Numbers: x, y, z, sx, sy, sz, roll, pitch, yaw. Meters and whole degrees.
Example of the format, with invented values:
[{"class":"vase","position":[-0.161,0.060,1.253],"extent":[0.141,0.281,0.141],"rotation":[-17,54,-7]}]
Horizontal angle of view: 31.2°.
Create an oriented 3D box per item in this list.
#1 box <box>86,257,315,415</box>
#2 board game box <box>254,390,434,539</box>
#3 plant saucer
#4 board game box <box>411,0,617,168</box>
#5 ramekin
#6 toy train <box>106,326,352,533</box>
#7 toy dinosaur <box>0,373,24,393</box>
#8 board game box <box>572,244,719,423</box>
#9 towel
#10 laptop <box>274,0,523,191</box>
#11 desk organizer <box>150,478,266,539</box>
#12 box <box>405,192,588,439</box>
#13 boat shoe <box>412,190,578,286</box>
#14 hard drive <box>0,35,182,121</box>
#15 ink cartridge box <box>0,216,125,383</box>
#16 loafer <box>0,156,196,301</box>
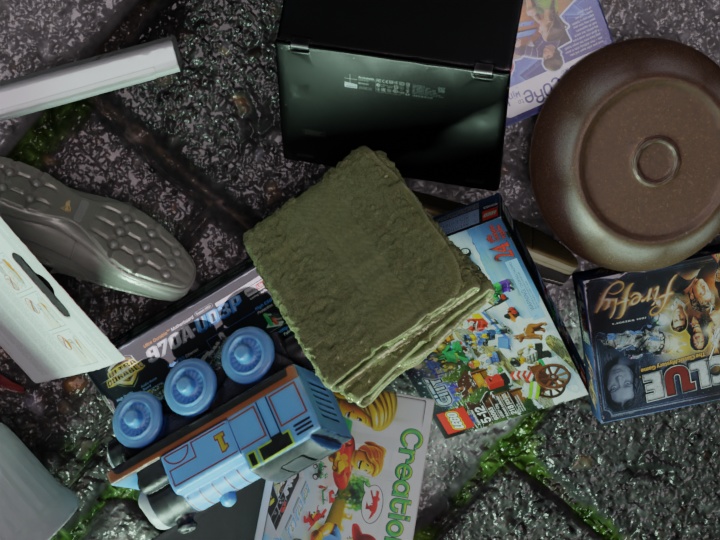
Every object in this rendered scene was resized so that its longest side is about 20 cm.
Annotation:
[{"class":"box","position":[-0.112,0.093,1.111],"extent":[0.199,0.046,0.159],"rotation":[-32,104,0]},{"class":"board game box","position":[-0.017,0.193,1.046],"extent":[0.126,0.035,0.201],"rotation":[9,72,2]},{"class":"plant saucer","position":[0.243,-0.094,1.086],"extent":[0.199,0.037,0.201],"rotation":[-2,102,-9]},{"class":"board game box","position":[0.107,-0.187,1.086],"extent":[0.199,0.034,0.136],"rotation":[-23,103,-1]},{"class":"ramekin","position":[-0.335,0.210,1.035],"extent":[0.200,0.200,0.098],"rotation":[-35,96,1]},{"class":"toy train","position":[-0.109,0.128,1.023],"extent":[0.199,0.087,0.115],"rotation":[-31,65,11]},{"class":"toy dinosaur","position":[-0.351,0.014,1.020],"extent":[0.200,0.105,0.182],"rotation":[-6,127,-50]},{"class":"board game box","position":[0.299,0.051,1.159],"extent":[0.199,0.035,0.136],"rotation":[-11,103,-4]},{"class":"towel","position":[0.000,0.000,1.003],"extent":[0.148,0.200,0.037],"rotation":[-36,142,-1]},{"class":"laptop","position":[0.036,-0.186,1.045],"extent":[0.186,0.116,0.201],"rotation":[10,139,9]},{"class":"desk organizer","position":[-0.089,0.222,1.114],"extent":[0.200,0.077,0.072],"rotation":[-33,74,1]},{"class":"box","position":[0.093,0.044,1.081],"extent":[0.136,0.038,0.200],"rotation":[-21,122,17]},{"class":"boat shoe","position":[0.085,-0.019,1.105],"extent":[0.200,0.072,0.066],"rotation":[17,109,-9]},{"class":"hard drive","position":[-0.238,-0.144,1.002],"extent":[0.199,0.132,0.026],"rotation":[-16,104,-3]},{"class":"ink cartridge box","position":[-0.259,0.009,1.001],"extent":[0.160,0.200,0.047],"rotation":[51,58,-15]},{"class":"loafer","position":[-0.232,-0.026,1.066],"extent":[0.199,0.070,0.070],"rotation":[28,140,-7]}]
